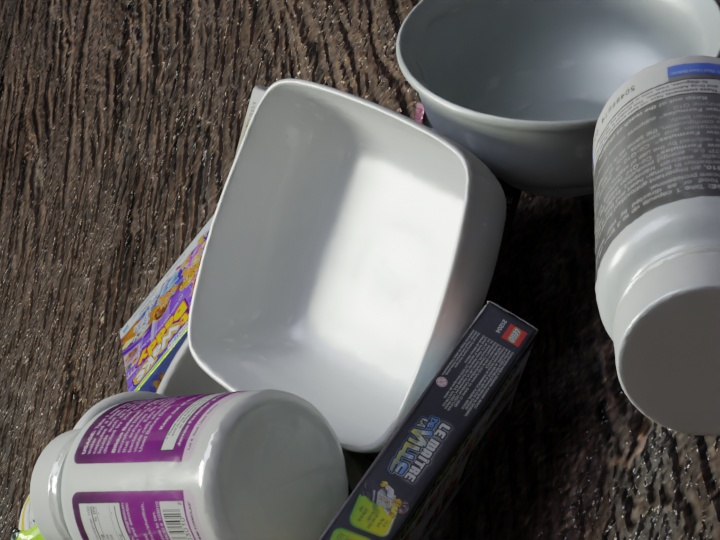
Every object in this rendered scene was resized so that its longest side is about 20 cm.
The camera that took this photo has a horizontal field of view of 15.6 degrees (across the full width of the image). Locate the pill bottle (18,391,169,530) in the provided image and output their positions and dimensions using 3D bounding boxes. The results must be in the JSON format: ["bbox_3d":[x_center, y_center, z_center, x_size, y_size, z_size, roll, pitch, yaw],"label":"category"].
[{"bbox_3d":[-0.172,0.169,1.813,0.200,0.111,0.112,-50,15,57],"label":"pill bottle"}]

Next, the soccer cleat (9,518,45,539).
[{"bbox_3d":[-0.198,0.245,1.738,0.068,0.081,0.201,-42,-28,-48],"label":"soccer cleat"}]

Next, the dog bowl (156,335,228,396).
[{"bbox_3d":[-0.081,0.078,1.883,0.200,0.059,0.200,-45,23,25],"label":"dog bowl"}]

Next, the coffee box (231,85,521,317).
[{"bbox_3d":[0.003,-0.043,1.718,0.200,0.080,0.115,20,97,48],"label":"coffee box"}]

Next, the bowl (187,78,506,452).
[{"bbox_3d":[0.000,0.000,1.598,0.199,0.075,0.201,26,100,42],"label":"bowl"}]

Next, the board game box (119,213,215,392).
[{"bbox_3d":[-0.108,0.012,2.064,0.200,0.045,0.135,-50,21,12],"label":"board game box"}]

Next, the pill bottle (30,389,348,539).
[{"bbox_3d":[-0.109,0.131,1.580,0.200,0.112,0.113,-7,50,48],"label":"pill bottle"}]

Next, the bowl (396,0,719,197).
[{"bbox_3d":[0.124,-0.107,1.608,0.201,0.200,0.091,-90,-5,-55],"label":"bowl"}]

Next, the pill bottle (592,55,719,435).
[{"bbox_3d":[0.177,-0.014,1.365,0.114,0.114,0.200,-43,23,29],"label":"pill bottle"}]

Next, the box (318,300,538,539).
[{"bbox_3d":[0.029,0.121,1.479,0.200,0.035,0.110,-53,-13,-32],"label":"box"}]

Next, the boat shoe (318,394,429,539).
[{"bbox_3d":[-0.012,0.130,1.628,0.068,0.072,0.200,-48,24,16],"label":"boat shoe"}]

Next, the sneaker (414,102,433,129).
[{"bbox_3d":[0.054,-0.069,1.774,0.200,0.082,0.070,-57,20,-4],"label":"sneaker"}]
